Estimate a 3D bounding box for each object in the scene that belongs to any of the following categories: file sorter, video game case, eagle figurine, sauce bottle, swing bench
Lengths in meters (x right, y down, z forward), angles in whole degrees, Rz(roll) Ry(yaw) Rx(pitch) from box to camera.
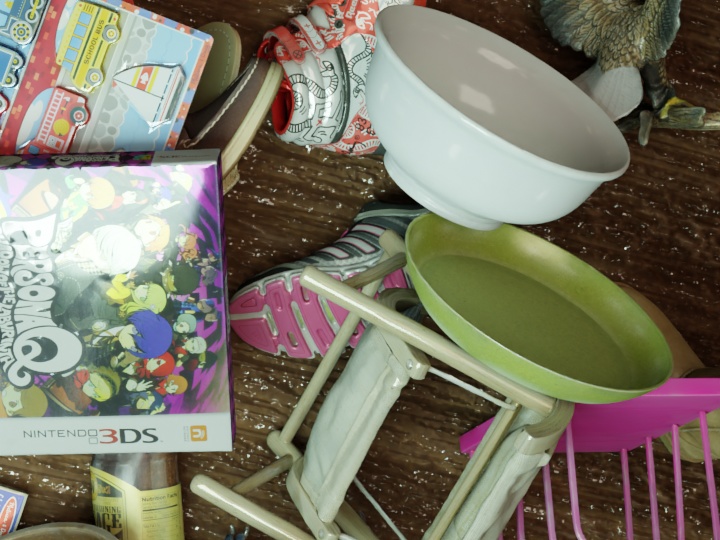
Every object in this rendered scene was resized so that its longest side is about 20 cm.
[{"bbox_3d":[0.172,0.158,1.547,0.138,0.200,0.126,1,74,-17],"label":"file sorter"},{"bbox_3d":[-0.175,0.022,1.410,0.181,0.036,0.201,-1,108,1],"label":"video game case"},{"bbox_3d":[0.208,-0.200,1.603,0.151,0.151,0.201,-8,105,-7],"label":"eagle figurine"},{"bbox_3d":[-0.158,0.155,1.530,0.066,0.066,0.201,-5,91,-17],"label":"sauce bottle"},{"bbox_3d":[0.026,0.117,1.467,0.200,0.130,0.199,37,117,15],"label":"swing bench"}]

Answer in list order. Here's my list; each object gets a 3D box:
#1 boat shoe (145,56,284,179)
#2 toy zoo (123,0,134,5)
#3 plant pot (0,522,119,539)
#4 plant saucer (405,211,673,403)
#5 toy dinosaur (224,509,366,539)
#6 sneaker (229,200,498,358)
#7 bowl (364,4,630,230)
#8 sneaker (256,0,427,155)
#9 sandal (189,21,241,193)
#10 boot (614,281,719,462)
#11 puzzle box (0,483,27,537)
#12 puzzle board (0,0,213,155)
[{"bbox_3d":[-0.132,-0.072,1.458,0.072,0.072,0.200,39,99,-10],"label":"boat shoe"},{"bbox_3d":[-0.218,-0.169,1.494,0.131,0.020,0.201,-11,81,-23],"label":"toy zoo"},{"bbox_3d":[-0.203,0.307,1.450,0.200,0.200,0.199,-32,120,-14],"label":"plant pot"},{"bbox_3d":[0.113,0.029,1.447,0.199,0.200,0.031,21,114,-17],"label":"plant saucer"},{"bbox_3d":[-0.025,0.241,1.587,0.181,0.200,0.105,25,44,-37],"label":"toy dinosaur"},{"bbox_3d":[0.000,0.000,1.572,0.199,0.088,0.074,-19,120,6],"label":"sneaker"},{"bbox_3d":[0.078,-0.091,1.496,0.201,0.201,0.091,24,114,-17],"label":"bowl"},{"bbox_3d":[-0.013,-0.184,1.557,0.108,0.067,0.202,3,94,-23],"label":"sneaker"},{"bbox_3d":[-0.121,-0.069,1.542,0.070,0.078,0.212,21,93,-48],"label":"sandal"},{"bbox_3d":[0.260,0.078,1.585,0.066,0.200,0.175,-46,105,-15],"label":"boot"},{"bbox_3d":[-0.323,0.228,1.499,0.133,0.025,0.201,19,86,-18],"label":"puzzle box"},{"bbox_3d":[-0.199,-0.086,1.422,0.150,0.017,0.201,21,96,1],"label":"puzzle board"}]
